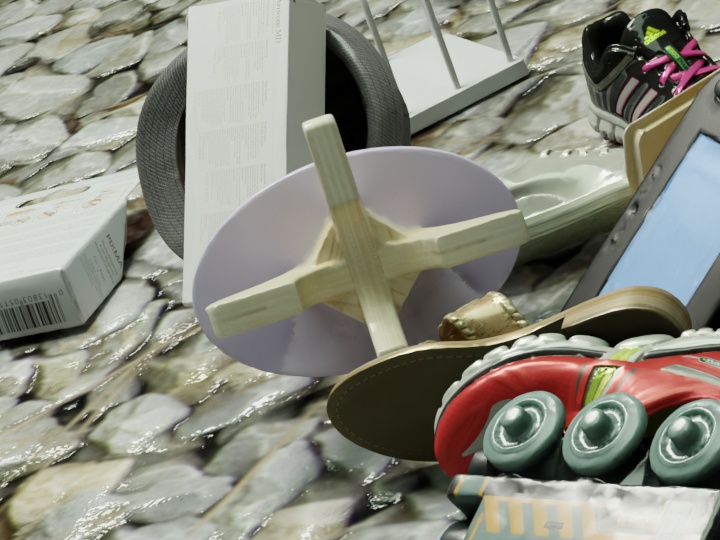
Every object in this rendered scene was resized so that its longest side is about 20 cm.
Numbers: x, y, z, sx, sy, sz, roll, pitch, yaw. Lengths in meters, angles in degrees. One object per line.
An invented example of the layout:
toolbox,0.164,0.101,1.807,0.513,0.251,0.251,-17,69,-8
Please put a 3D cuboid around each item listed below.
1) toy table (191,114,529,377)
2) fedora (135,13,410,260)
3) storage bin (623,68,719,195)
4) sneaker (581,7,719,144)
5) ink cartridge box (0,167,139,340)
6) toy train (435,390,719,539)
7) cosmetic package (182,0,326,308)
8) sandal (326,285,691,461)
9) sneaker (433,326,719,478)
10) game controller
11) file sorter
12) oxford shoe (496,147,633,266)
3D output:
toy table,0.000,0.000,1.636,0.200,0.184,0.117,-29,5,1
fedora,-0.045,-0.085,1.912,0.200,0.177,0.090,-27,-15,27
storage bin,0.285,-0.069,1.622,0.198,0.094,0.200,-31,24,-25
sneaker,0.202,-0.123,1.830,0.074,0.088,0.200,-28,23,-19
ink cartridge box,-0.240,-0.005,2.016,0.162,0.057,0.200,-12,15,21
toy train,0.117,0.121,1.330,0.200,0.085,0.114,0,52,46
cosmetic package,-0.067,-0.075,1.832,0.082,0.200,0.051,-7,-13,34
sandal,0.086,0.042,1.533,0.211,0.078,0.070,-18,30,28
sneaker,0.124,0.079,1.449,0.200,0.077,0.085,-12,30,23
game controller,0.178,-0.014,1.529,0.200,0.042,0.104,-59,30,4
file sorter,-0.010,-0.166,2.072,0.200,0.125,0.139,-28,22,-17
oxford shoe,0.138,-0.052,1.733,0.200,0.058,0.075,-18,-17,9
